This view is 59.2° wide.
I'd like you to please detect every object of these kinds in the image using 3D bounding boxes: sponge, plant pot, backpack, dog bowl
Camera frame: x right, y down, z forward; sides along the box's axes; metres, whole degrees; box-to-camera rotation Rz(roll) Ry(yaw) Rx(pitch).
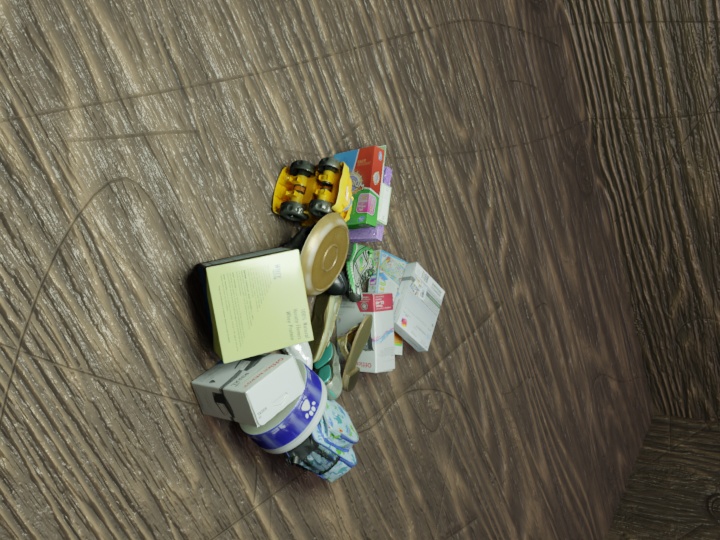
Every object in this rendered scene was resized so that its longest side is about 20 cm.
[{"bbox_3d":[0.024,-0.179,1.715,0.030,0.110,0.204,21,74,-45],"label":"sponge"},{"bbox_3d":[-0.077,-0.032,1.449,0.200,0.027,0.203,-47,149,-41],"label":"plant pot"},{"bbox_3d":[-0.090,0.395,1.508,0.146,0.184,0.200,-38,130,3],"label":"backpack"},{"bbox_3d":[-0.175,0.299,1.414,0.079,0.198,0.202,48,56,-32],"label":"dog bowl"}]

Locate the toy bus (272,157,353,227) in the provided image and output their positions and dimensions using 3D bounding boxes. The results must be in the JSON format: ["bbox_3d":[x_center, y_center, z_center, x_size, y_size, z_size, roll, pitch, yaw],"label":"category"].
[{"bbox_3d":[-0.084,-0.167,1.539,0.191,0.197,0.138,36,61,-49],"label":"toy bus"}]

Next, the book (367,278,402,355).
[{"bbox_3d":[0.067,0.134,1.805,0.132,0.047,0.204,14,76,-46],"label":"book"}]

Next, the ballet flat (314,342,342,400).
[{"bbox_3d":[-0.077,0.250,1.563,0.064,0.067,0.201,52,11,-21],"label":"ballet flat"}]

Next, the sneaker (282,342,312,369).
[{"bbox_3d":[-0.172,0.177,1.529,0.087,0.075,0.204,-7,89,-35],"label":"sneaker"}]

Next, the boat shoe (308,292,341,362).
[{"bbox_3d":[-0.092,0.143,1.609,0.063,0.072,0.204,34,56,-40],"label":"boat shoe"}]

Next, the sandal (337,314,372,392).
[{"bbox_3d":[-0.031,0.199,1.593,0.077,0.069,0.216,-21,128,-58],"label":"sandal"}]

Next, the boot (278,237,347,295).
[{"bbox_3d":[-0.135,0.009,1.532,0.200,0.073,0.162,54,43,-5],"label":"boot"}]

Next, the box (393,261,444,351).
[{"bbox_3d":[0.162,0.104,1.805,0.156,0.041,0.203,42,54,-34],"label":"box"}]

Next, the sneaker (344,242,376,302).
[{"bbox_3d":[0.000,0.000,1.641,0.202,0.083,0.079,-86,-178,-45],"label":"sneaker"}]

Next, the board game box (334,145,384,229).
[{"bbox_3d":[-0.015,-0.210,1.643,0.040,0.151,0.204,16,76,-45],"label":"board game box"}]

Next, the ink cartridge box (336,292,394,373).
[{"bbox_3d":[0.011,0.160,1.665,0.085,0.146,0.205,1,87,-48],"label":"ink cartridge box"}]

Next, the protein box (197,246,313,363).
[{"bbox_3d":[-0.226,0.067,1.359,0.196,0.135,0.203,-12,99,-21],"label":"protein box"}]

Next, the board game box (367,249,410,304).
[{"bbox_3d":[0.103,0.036,1.808,0.198,0.034,0.137,24,66,-43],"label":"board game box"}]

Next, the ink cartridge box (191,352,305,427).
[{"bbox_3d":[-0.239,0.244,1.343,0.144,0.198,0.085,-34,113,-42],"label":"ink cartridge box"}]

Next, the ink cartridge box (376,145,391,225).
[{"bbox_3d":[0.016,-0.219,1.682,0.048,0.144,0.204,21,73,-46],"label":"ink cartridge box"}]

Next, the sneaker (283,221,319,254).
[{"bbox_3d":[-0.095,-0.074,1.496,0.076,0.091,0.199,45,29,9],"label":"sneaker"}]
